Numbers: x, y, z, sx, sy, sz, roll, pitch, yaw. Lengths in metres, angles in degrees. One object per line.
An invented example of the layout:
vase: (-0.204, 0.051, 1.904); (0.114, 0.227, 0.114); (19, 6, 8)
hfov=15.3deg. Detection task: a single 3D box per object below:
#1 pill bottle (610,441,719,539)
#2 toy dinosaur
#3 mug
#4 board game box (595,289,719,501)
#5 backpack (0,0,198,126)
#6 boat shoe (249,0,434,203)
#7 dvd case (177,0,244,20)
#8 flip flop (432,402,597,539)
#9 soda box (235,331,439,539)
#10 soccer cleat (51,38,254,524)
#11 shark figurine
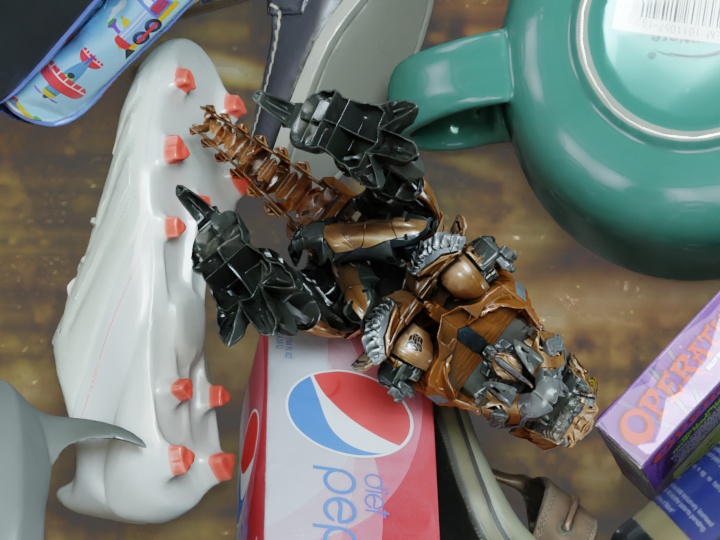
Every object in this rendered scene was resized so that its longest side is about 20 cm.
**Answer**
pill bottle: (0.201, 0.082, 1.009); (0.200, 0.112, 0.112); (-40, 77, 0)
toy dinosaur: (0.000, 0.000, 1.006); (0.199, 0.136, 0.103); (14, 79, 33)
mug: (0.117, -0.070, 1.046); (0.185, 0.114, 0.152); (-37, 77, 0)
board game box: (0.170, 0.004, 1.023); (0.032, 0.120, 0.200); (43, 87, 12)
backpack: (-0.135, -0.183, 1.082); (0.183, 0.134, 0.200); (-45, 35, 19)
boat shoe: (-0.008, -0.126, 1.093); (0.063, 0.073, 0.201); (26, 99, 27)
dvd case: (-0.005, -0.202, 1.137); (0.199, 0.016, 0.150); (-15, 78, 5)
flip flop: (0.070, 0.118, 1.018); (0.057, 0.081, 0.200); (-10, 39, -25)
soda box: (-0.010, 0.098, 0.994); (0.070, 0.064, 0.200); (9, 36, -8)
soccer cleat: (-0.091, 0.003, 1.088); (0.077, 0.069, 0.201); (-8, 72, 32)
shark figurine: (-0.121, 0.087, 1.008); (0.089, 0.129, 0.215); (-1, 34, -19)
